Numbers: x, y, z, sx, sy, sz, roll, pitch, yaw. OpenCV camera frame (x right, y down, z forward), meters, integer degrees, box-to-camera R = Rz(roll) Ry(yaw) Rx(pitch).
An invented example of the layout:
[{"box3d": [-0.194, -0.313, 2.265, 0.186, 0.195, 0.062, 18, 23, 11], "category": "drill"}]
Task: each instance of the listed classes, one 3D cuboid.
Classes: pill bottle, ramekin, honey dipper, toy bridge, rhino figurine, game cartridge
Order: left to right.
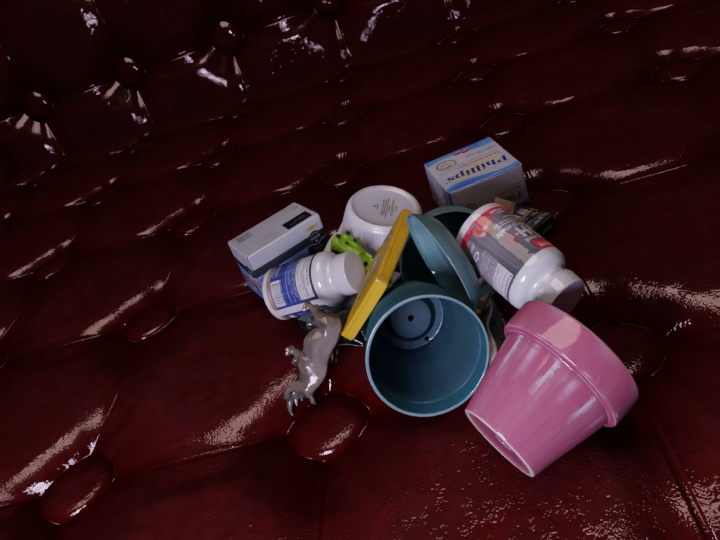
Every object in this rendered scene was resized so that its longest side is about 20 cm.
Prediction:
[{"box3d": [-0.092, 0.163, 1.213, 0.086, 0.060, 0.204, 13, 78, 32], "category": "rhino figurine"}, {"box3d": [-0.092, 0.025, 1.351, 0.197, 0.112, 0.112, -16, 29, 30], "category": "pill bottle"}, {"box3d": [0.030, 0.009, 1.211, 0.032, 0.177, 0.201, 28, 44, -2], "category": "game cartridge"}, {"box3d": [0.050, -0.107, 1.503, 0.198, 0.096, 0.204, 2, 41, -1], "category": "ramekin"}, {"box3d": [0.204, 0.033, 1.221, 0.200, 0.038, 0.038, -47, 26, 17], "category": "honey dipper"}, {"box3d": [0.240, -0.021, 1.170, 0.066, 0.204, 0.027, 15, -1, 10], "category": "toy bridge"}, {"box3d": [0.251, -0.010, 1.061, 0.110, 0.112, 0.200, -31, 52, -17], "category": "pill bottle"}]

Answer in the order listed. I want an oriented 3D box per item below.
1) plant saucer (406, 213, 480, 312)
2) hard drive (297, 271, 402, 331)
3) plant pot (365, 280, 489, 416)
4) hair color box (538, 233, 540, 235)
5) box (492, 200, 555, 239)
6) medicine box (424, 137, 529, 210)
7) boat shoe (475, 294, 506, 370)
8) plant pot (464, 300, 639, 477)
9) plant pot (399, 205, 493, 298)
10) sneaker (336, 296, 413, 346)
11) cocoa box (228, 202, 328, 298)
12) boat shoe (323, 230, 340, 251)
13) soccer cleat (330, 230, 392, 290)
[{"box3d": [0.145, -0.016, 1.119, 0.036, 0.202, 0.200, -32, 32, -5], "category": "plant saucer"}, {"box3d": [-0.019, 0.065, 1.404, 0.138, 0.033, 0.200, 12, 45, 42], "category": "hard drive"}, {"box3d": [0.095, 0.107, 1.127, 0.197, 0.203, 0.188, -21, 18, 0], "category": "plant pot"}, {"box3d": [0.310, 0.034, 1.183, 0.059, 0.100, 0.201, -12, 32, 12], "category": "hair color box"}, {"box3d": [0.284, -0.066, 1.405, 0.199, 0.050, 0.160, -39, 37, -25], "category": "box"}, {"box3d": [0.269, -0.207, 1.578, 0.179, 0.104, 0.201, -22, 30, -1], "category": "medicine box"}, {"box3d": [0.227, 0.119, 1.161, 0.067, 0.057, 0.201, -48, 16, 27], "category": "boat shoe"}, {"box3d": [0.249, 0.174, 0.935, 0.179, 0.201, 0.199, -44, 35, -9], "category": "plant pot"}, {"box3d": [0.168, -0.039, 1.283, 0.196, 0.203, 0.135, -17, 23, 6], "category": "plant pot"}, {"box3d": [0.027, 0.106, 1.274, 0.195, 0.061, 0.105, 4, 45, 14], "category": "sneaker"}, {"box3d": [-0.183, -0.044, 1.576, 0.198, 0.133, 0.133, -33, 32, -19], "category": "cocoa box"}, {"box3d": [-0.011, -0.069, 1.566, 0.066, 0.075, 0.200, 6, 40, 38], "category": "boat shoe"}, {"box3d": [0.000, 0.000, 1.402, 0.067, 0.082, 0.200, -14, 46, -32], "category": "soccer cleat"}]
